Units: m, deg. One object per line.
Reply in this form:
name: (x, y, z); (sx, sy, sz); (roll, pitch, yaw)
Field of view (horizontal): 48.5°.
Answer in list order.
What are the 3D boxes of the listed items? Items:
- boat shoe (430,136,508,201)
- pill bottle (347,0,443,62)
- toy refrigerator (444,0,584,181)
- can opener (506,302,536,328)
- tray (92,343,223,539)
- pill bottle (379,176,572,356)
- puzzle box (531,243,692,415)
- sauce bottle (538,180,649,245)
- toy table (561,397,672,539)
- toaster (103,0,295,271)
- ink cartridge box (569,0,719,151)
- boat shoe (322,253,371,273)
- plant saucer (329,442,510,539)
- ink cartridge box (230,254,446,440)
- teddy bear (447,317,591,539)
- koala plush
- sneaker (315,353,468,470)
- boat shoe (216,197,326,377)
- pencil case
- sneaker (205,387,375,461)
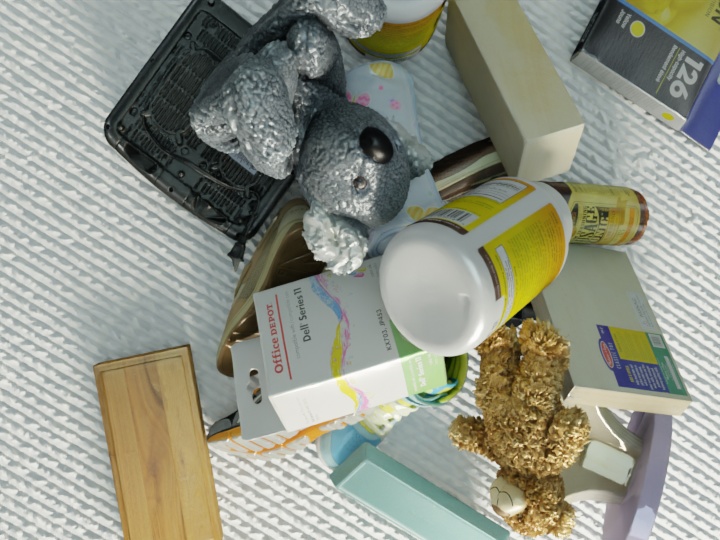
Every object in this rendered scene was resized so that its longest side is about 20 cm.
boat shoe: (0.143, -0.101, 0.852); (0.199, 0.075, 0.076); (-27, 105, -3)
pill bottle: (0.033, -0.277, 0.761); (0.106, 0.200, 0.113); (0, 90, -2)
toy refrigerator: (0.152, -0.194, 0.806); (0.068, 0.076, 0.204); (-15, 62, -6)
can opener: (0.184, 0.035, 0.865); (0.194, 0.064, 0.081); (5, 62, -17)
tray: (-0.207, 0.188, 0.823); (0.096, 0.037, 0.206); (-10, 90, -7)
pill bottle: (0.110, -0.014, 0.694); (0.198, 0.108, 0.111); (-29, 95, -46)
puzzle box: (0.238, 0.050, 0.804); (0.129, 0.203, 0.026); (10, 134, -15)
sauce bottle: (0.210, -0.060, 0.841); (0.195, 0.066, 0.068); (-1, 90, -22)
toy table: (0.237, 0.188, 0.811); (0.115, 0.200, 0.188); (22, 121, 11)
toaster: (-0.136, -0.135, 0.791); (0.179, 0.119, 0.202); (36, 85, -5)
ink cartridge box: (0.364, -0.274, 0.895); (0.197, 0.047, 0.201); (29, 85, -4)
boat shoe: (0.000, 0.000, 0.838); (0.196, 0.072, 0.063); (27, 102, 7)
plant saucer: (0.063, 0.250, 0.832); (0.198, 0.019, 0.070); (35, 121, -15)
ink cartridge box: (-0.030, 0.068, 0.734); (0.195, 0.068, 0.119); (-17, 51, 0)
teddy bear: (0.141, 0.140, 0.714); (0.143, 0.066, 0.206); (19, 106, 33)
koala plush: (-0.030, -0.116, 0.678); (0.200, 0.182, 0.179); (42, 66, -21)
sneaker: (0.031, 0.127, 0.803); (0.079, 0.130, 0.202); (37, 85, -15)
boat shoe: (-0.091, 0.023, 0.808); (0.070, 0.065, 0.202); (16, 119, -32)
pencil case: (0.030, -0.108, 0.794); (0.090, 0.082, 0.205); (-30, 60, 31)
sneaker: (-0.073, 0.134, 0.809); (0.196, 0.078, 0.079); (-24, 56, 19)
